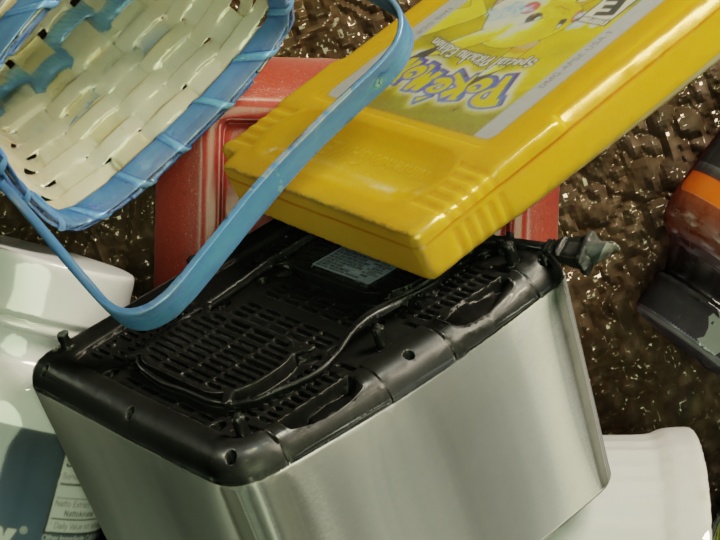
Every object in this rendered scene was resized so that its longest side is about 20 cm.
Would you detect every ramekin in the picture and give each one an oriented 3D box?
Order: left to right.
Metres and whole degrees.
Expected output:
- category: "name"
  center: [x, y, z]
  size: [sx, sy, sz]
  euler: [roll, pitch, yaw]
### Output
- category: "ramekin"
  center: [0.097, 0.169, 0.990]
  size: [0.097, 0.200, 0.202]
  euler: [5, 94, 2]

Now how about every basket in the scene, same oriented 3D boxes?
- category: "basket"
  center: [-0.097, -0.088, 0.944]
  size: [0.200, 0.139, 0.176]
  euler: [38, 80, 27]

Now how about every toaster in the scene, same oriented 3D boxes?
- category: "toaster"
  center: [-0.008, 0.059, 0.910]
  size: [0.180, 0.199, 0.119]
  euler: [-33, 118, -26]

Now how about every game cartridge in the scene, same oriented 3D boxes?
- category: "game cartridge"
  center: [0.052, -0.081, 0.950]
  size: [0.200, 0.176, 0.033]
  euler: [-36, 119, -21]

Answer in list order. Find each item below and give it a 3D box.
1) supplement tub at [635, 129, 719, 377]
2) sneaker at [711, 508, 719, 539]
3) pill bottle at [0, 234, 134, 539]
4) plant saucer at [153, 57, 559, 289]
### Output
- category: "supplement tub"
  center: [0.216, -0.042, 1.028]
  size: [0.107, 0.107, 0.200]
  euler: [37, 91, -7]
- category: "sneaker"
  center: [0.186, 0.148, 1.043]
  size: [0.075, 0.076, 0.201]
  euler: [18, 85, 26]
- category: "pill bottle"
  center: [-0.172, 0.088, 0.990]
  size: [0.119, 0.120, 0.202]
  euler: [14, 92, -7]
- category: "plant saucer"
  center: [0.000, 0.000, 1.044]
  size: [0.198, 0.037, 0.202]
  euler: [1, 95, -6]
